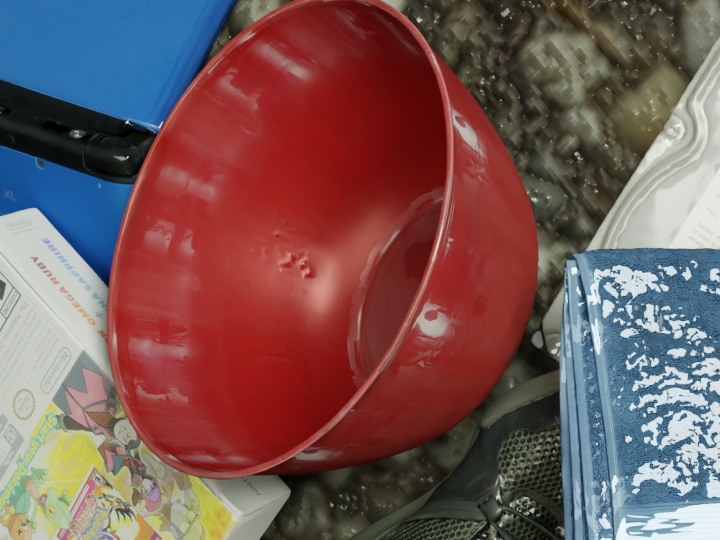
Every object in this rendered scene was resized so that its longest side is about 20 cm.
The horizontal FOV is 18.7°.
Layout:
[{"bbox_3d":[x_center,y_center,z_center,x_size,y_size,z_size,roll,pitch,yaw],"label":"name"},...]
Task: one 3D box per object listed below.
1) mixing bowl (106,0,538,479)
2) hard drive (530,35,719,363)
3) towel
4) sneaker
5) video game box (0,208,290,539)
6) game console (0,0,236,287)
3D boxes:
[{"bbox_3d":[0.000,0.000,0.893,0.200,0.108,0.201,-24,55,40],"label":"mixing bowl"},{"bbox_3d":[0.173,-0.014,0.861,0.140,0.038,0.201,38,107,21],"label":"hard drive"},{"bbox_3d":[0.128,0.087,0.794,0.111,0.049,0.201,0,73,-2],"label":"towel"},{"bbox_3d":[0.049,0.124,0.871,0.076,0.115,0.199,37,123,-18],"label":"sneaker"},{"bbox_3d":[-0.143,0.104,0.998,0.182,0.047,0.200,48,126,19],"label":"video game box"},{"bbox_3d":[-0.153,-0.080,1.040,0.199,0.118,0.172,19,131,26],"label":"game console"}]
